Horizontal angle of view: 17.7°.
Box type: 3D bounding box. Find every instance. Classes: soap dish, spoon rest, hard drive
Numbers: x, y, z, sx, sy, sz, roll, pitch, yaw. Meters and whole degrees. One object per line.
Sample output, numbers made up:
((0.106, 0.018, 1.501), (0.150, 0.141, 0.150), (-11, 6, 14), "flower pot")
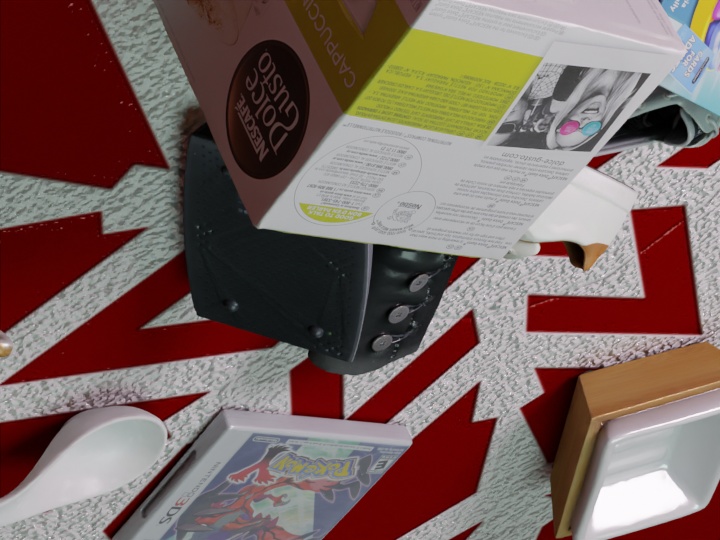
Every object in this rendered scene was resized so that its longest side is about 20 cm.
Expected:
((0.252, 0.152, 2.064), (0.157, 0.081, 0.200), (-14, 145, -17), "soap dish")
((-0.241, 0.153, 1.758), (0.199, 0.061, 0.099), (-13, 146, -17), "spoon rest")
((-0.053, -0.023, 1.590), (0.135, 0.042, 0.200), (16, 143, 10), "hard drive")

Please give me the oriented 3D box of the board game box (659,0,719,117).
((0.256, -0.183, 1.571), (0.200, 0.047, 0.151), (19, 102, -47), "board game box")

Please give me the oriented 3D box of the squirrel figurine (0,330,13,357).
((-0.266, 0.001, 1.407), (0.141, 0.187, 0.200), (-24, 147, -2), "squirrel figurine")

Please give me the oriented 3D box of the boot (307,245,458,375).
((0.001, 0.000, 1.707), (0.164, 0.066, 0.200), (-3, 146, -28), "boot")

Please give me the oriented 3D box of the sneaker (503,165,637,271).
((0.097, -0.056, 1.615), (0.200, 0.073, 0.085), (24, 94, -22), "sneaker")

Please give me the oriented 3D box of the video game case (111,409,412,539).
((-0.081, 0.185, 1.943), (0.200, 0.023, 0.182), (8, 135, -41), "video game case")

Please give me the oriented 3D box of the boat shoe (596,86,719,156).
((0.225, -0.119, 1.672), (0.200, 0.069, 0.072), (-6, 145, -27), "boat shoe")

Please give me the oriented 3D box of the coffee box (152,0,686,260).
((0.028, -0.148, 1.380), (0.200, 0.200, 0.198), (6, 136, -40), "coffee box")
